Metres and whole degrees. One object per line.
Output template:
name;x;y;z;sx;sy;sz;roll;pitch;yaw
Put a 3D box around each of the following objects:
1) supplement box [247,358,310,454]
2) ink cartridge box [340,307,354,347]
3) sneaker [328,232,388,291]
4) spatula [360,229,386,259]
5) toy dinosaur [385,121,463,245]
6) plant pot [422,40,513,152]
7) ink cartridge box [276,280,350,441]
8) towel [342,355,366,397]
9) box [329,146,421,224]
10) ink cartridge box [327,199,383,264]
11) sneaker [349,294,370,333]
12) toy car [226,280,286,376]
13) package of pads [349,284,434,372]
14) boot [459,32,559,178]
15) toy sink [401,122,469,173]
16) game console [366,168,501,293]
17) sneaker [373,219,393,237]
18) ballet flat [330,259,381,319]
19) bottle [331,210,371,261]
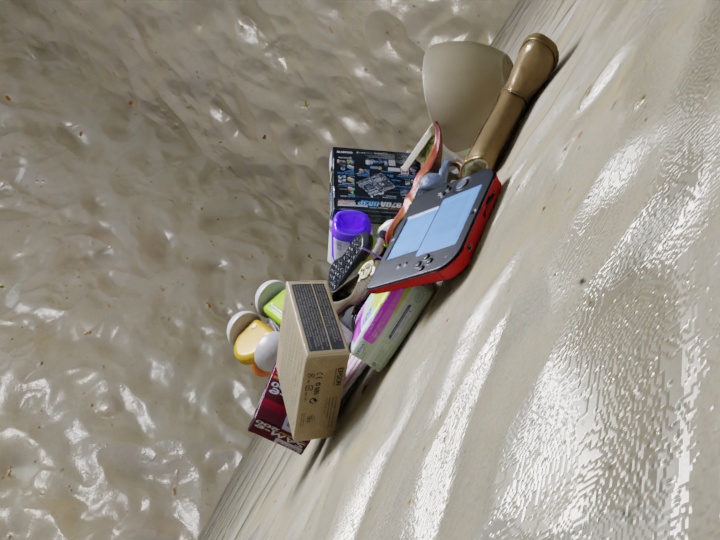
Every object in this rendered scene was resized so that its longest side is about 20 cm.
supplement box;-0.115;0.211;1.297;0.061;0.107;0.203;122;170;-50
ink cartridge box;-0.060;0.151;1.465;0.202;0.082;0.146;-57;-13;26
sneaker;0.000;0.000;1.443;0.200;0.081;0.073;-45;38;50
spatula;0.035;-0.047;1.302;0.021;0.056;0.200;-63;0;20
toy dinosaur;0.107;-0.127;1.296;0.179;0.203;0.105;-27;-15;-3
plant pot;0.217;-0.334;1.338;0.132;0.203;0.202;-9;34;30
ink cartridge box;-0.081;0.144;1.165;0.167;0.073;0.203;-110;24;-45
towel;-0.020;0.190;1.314;0.148;0.030;0.200;-57;4;-2
box;0.033;-0.176;1.515;0.046;0.195;0.162;109;161;-60
ink cartridge box;0.003;-0.073;1.614;0.083;0.145;0.203;-29;-36;-32
sneaker;0.033;0.052;1.348;0.202;0.070;0.098;-59;4;-32
toy car;-0.167;0.133;1.515;0.201;0.151;0.174;-48;42;-13
package of pads;0.050;0.051;1.140;0.156;0.067;0.200;-58;4;11
boot;0.236;-0.250;1.153;0.202;0.065;0.176;-59;-8;-18
toy sink;0.192;-0.272;1.512;0.201;0.111;0.131;-55;2;-38
game console;0.104;-0.056;1.021;0.174;0.031;0.202;-12;38;44
sneaker;0.065;-0.044;1.499;0.105;0.075;0.202;-51;-15;-44
ballet flat;-0.018;0.033;1.278;0.200;0.046;0.068;-44;14;54
bottle;-0.020;-0.044;1.506;0.202;0.081;0.067;91;-175;-59
